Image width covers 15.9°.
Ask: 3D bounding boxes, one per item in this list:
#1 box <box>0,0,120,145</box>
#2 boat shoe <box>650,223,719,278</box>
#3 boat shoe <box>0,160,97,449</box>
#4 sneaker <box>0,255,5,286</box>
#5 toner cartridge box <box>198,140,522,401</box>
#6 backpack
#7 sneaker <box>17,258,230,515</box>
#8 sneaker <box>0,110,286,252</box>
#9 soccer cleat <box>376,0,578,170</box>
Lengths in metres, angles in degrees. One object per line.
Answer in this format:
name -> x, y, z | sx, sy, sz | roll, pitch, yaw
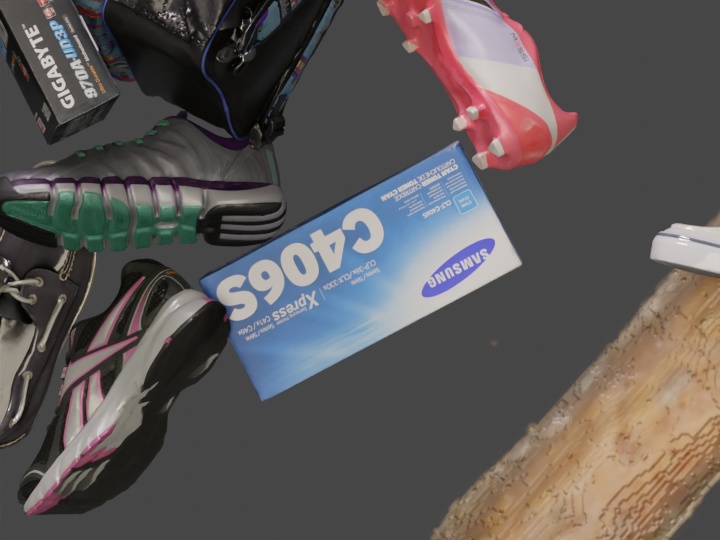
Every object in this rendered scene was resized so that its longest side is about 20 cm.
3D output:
box -> -0.214, -0.166, 1.660 | 0.046, 0.200, 0.159 | -27, 94, -8
boat shoe -> 0.293, -0.023, 1.723 | 0.199, 0.074, 0.066 | 5, 90, -8
boat shoe -> -0.227, 0.025, 1.744 | 0.072, 0.063, 0.201 | 15, 94, 4
sneaker -> -0.326, -0.017, 1.732 | 0.200, 0.077, 0.089 | 42, 131, 22
toner cartridge box -> 0.000, 0.000, 1.743 | 0.200, 0.043, 0.095 | -28, 94, 4
backpack -> -0.078, -0.207, 1.668 | 0.134, 0.183, 0.200 | 27, 79, 13
sneaker -> -0.170, 0.078, 1.750 | 0.200, 0.080, 0.086 | -51, 59, 12
sneaker -> -0.151, -0.064, 1.726 | 0.199, 0.074, 0.088 | 2, 61, -12
soccer cleat -> 0.072, -0.162, 1.726 | 0.076, 0.067, 0.200 | -27, 87, -27
